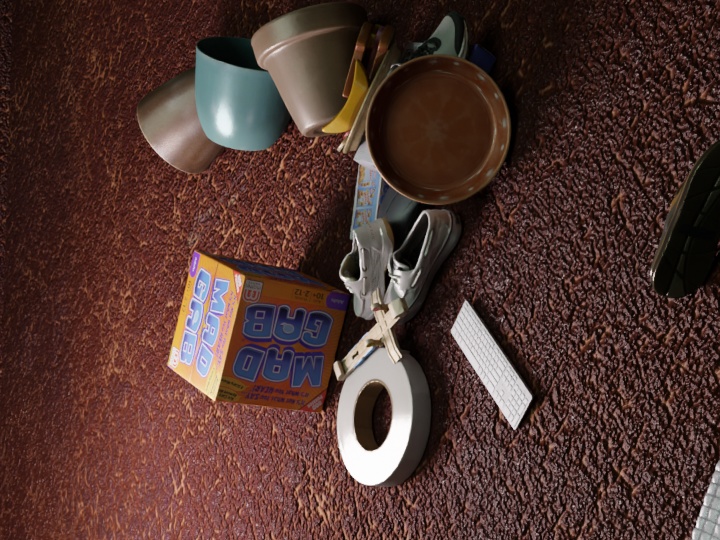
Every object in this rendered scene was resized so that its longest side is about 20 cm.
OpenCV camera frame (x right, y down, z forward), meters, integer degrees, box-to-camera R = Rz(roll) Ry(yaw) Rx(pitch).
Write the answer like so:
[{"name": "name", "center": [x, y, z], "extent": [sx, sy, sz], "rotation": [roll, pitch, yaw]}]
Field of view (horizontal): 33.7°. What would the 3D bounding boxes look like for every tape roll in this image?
[{"name": "tape roll", "center": [0.032, 0.215, 1.750], "extent": [0.202, 0.037, 0.205], "rotation": [-22, 64, 54]}]

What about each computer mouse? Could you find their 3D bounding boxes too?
[{"name": "computer mouse", "center": [0.065, -0.110, 1.773], "extent": [0.138, 0.052, 0.202], "rotation": [32, 108, 55]}]

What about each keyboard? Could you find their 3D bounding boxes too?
[{"name": "keyboard", "center": [0.172, 0.123, 1.581], "extent": [0.057, 0.011, 0.201], "rotation": [-62, 36, 26]}]

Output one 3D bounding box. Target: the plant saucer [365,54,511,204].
[{"name": "plant saucer", "center": [0.106, -0.191, 1.623], "extent": [0.032, 0.198, 0.203], "rotation": [-110, 32, -88]}]

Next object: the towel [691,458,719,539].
[{"name": "towel", "center": [0.401, 0.273, 1.118], "extent": [0.165, 0.085, 0.202], "rotation": [24, 100, 55]}]

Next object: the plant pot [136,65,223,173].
[{"name": "plant pot", "center": [-0.300, -0.323, 2.314], "extent": [0.199, 0.186, 0.188], "rotation": [-37, 50, 28]}]

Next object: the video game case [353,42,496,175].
[{"name": "video game case", "center": [0.091, -0.233, 1.734], "extent": [0.181, 0.045, 0.202], "rotation": [19, 83, 58]}]

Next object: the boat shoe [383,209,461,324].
[{"name": "boat shoe", "center": [0.073, -0.005, 1.720], "extent": [0.201, 0.065, 0.072], "rotation": [-57, 40, 32]}]

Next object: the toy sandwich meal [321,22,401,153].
[{"name": "toy sandwich meal", "center": [0.000, -0.276, 1.800], "extent": [0.205, 0.070, 0.207], "rotation": [-154, 90, -89]}]

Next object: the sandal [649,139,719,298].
[{"name": "sandal", "center": [0.370, -0.063, 1.284], "extent": [0.055, 0.081, 0.202], "rotation": [-95, 21, -62]}]

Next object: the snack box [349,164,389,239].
[{"name": "snack box", "center": [0.022, -0.148, 1.877], "extent": [0.072, 0.024, 0.202], "rotation": [0, 81, 56]}]

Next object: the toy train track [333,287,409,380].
[{"name": "toy train track", "center": [0.006, 0.103, 1.747], "extent": [0.200, 0.032, 0.116], "rotation": [-50, 50, 43]}]

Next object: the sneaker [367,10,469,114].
[{"name": "sneaker", "center": [0.083, -0.275, 1.663], "extent": [0.201, 0.079, 0.074], "rotation": [-58, 31, 5]}]

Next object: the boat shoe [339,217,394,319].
[{"name": "boat shoe", "center": [0.000, 0.000, 1.780], "extent": [0.201, 0.069, 0.071], "rotation": [99, 156, -46]}]

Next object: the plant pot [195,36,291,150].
[{"name": "plant pot", "center": [-0.206, -0.311, 2.135], "extent": [0.201, 0.199, 0.163], "rotation": [47, 132, 52]}]

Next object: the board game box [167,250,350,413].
[{"name": "board game box", "center": [-0.168, 0.098, 1.942], "extent": [0.199, 0.198, 0.202], "rotation": [21, 99, 56]}]

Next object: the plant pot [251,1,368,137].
[{"name": "plant pot", "center": [-0.065, -0.316, 1.935], "extent": [0.200, 0.199, 0.177], "rotation": [-21, 82, 53]}]
